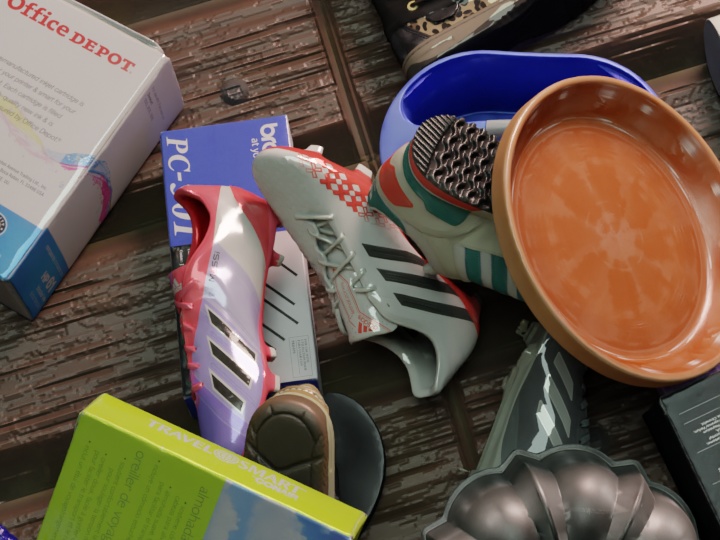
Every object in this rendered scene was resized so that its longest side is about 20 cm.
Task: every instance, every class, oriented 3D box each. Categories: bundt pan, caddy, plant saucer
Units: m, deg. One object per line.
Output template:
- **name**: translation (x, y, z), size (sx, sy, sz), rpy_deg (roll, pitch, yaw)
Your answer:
- **bundt pan**: translation (0.128, 0.206, 1.098), size (0.200, 0.076, 0.204), rpy_deg (0, 85, -2)
- **caddy**: translation (0.113, -0.075, 1.236), size (0.198, 0.105, 0.143), rpy_deg (3, 68, 7)
- **plant saucer**: translation (0.162, -0.023, 1.133), size (0.199, 0.032, 0.202), rpy_deg (14, 63, -29)

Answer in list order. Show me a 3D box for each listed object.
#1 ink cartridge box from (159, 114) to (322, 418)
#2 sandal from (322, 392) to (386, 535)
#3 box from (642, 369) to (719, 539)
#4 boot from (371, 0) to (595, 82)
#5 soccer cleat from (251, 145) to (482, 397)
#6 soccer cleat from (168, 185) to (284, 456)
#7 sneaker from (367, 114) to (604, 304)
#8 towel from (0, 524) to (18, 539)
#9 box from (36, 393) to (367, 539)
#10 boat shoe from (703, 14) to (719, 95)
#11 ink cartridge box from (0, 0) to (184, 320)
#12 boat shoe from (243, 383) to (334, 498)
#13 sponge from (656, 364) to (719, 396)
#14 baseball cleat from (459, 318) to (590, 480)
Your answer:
- **ink cartridge box**: translation (-0.084, -0.004, 1.260), size (0.093, 0.044, 0.202), rpy_deg (-7, 66, 1)
- **sandal**: translation (-0.042, 0.171, 1.181), size (0.076, 0.043, 0.201), rpy_deg (21, 71, 14)
- **box**: translation (0.299, 0.107, 1.143), size (0.199, 0.079, 0.142), rpy_deg (-24, 78, -5)
- **boot**: translation (0.086, -0.234, 1.329), size (0.199, 0.073, 0.151), rpy_deg (-33, 68, -3)
- **soccer cleat**: translation (0.000, 0.000, 1.191), size (0.200, 0.068, 0.086), rpy_deg (44, 51, -20)
- **soccer cleat**: translation (-0.093, 0.036, 1.176), size (0.076, 0.067, 0.202), rpy_deg (14, 61, -19)
- **sneaker**: translation (0.092, -0.018, 1.164), size (0.199, 0.093, 0.071), rpy_deg (33, 55, -18)
- **towel**: translation (-0.224, 0.273, 1.112), size (0.147, 0.049, 0.201), rpy_deg (39, 68, -26)
- **box**: translation (-0.089, 0.169, 1.075), size (0.199, 0.048, 0.123), rpy_deg (24, 107, 7)
- **boat shoe**: translation (0.299, -0.110, 1.237), size (0.071, 0.070, 0.202), rpy_deg (-16, 49, -4)
- **ink cartridge box**: translation (-0.239, -0.090, 1.290), size (0.144, 0.085, 0.201), rpy_deg (29, 74, 16)
- **boat shoe**: translation (-0.043, 0.169, 1.131), size (0.071, 0.076, 0.202), rpy_deg (13, 102, 8)
- **sponge**: translation (0.275, 0.013, 1.225), size (0.199, 0.030, 0.112), rpy_deg (-24, 67, -5)
- **baseball cleat**: translation (0.130, 0.109, 1.189), size (0.106, 0.070, 0.201), rpy_deg (25, 76, 1)
